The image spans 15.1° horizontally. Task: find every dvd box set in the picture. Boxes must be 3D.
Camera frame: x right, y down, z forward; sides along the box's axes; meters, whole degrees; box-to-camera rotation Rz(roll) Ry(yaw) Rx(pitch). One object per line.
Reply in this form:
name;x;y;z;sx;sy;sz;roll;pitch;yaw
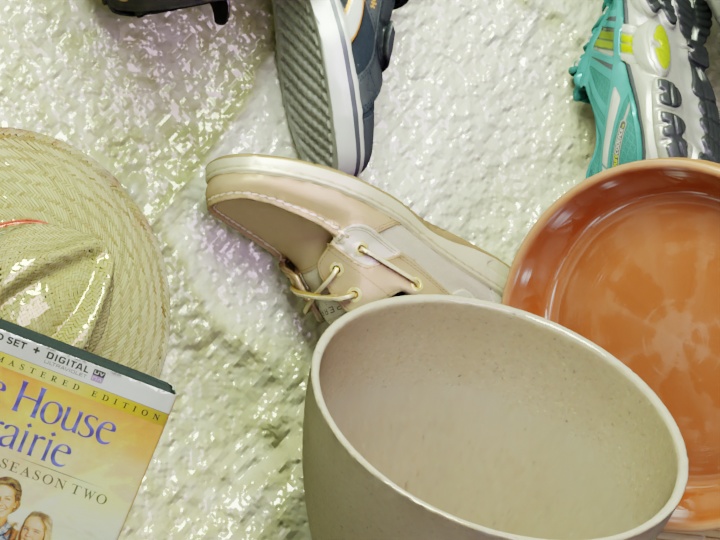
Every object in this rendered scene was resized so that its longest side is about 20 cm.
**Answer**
dvd box set;-0.192;0.123;1.323;0.146;0.029;0.200;22;96;-13

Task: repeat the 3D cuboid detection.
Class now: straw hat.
straw hat;-0.169;0.020;1.368;0.201;0.085;0.202;3;83;-27

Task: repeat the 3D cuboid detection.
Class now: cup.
cup;0.052;0.128;1.414;0.200;0.200;0.143;0;127;-28

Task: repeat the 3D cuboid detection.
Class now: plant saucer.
plant saucer;0.170;0.039;1.453;0.032;0.200;0.201;-17;93;-62

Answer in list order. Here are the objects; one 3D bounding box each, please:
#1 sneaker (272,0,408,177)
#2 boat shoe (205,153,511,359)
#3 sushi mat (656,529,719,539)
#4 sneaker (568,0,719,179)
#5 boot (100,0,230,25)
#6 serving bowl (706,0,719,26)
sneaker;-0.006;-0.148;1.477;0.079;0.078;0.200;-10;87;-23
boat shoe;0.000;0.000;1.467;0.200;0.074;0.069;25;68;-24
sushi mat;0.149;0.110;1.500;0.200;0.012;0.096;5;85;10
sneaker;0.152;-0.129;1.561;0.077;0.080;0.200;26;54;-43
boot;-0.153;-0.192;1.410;0.200;0.077;0.139;-6;92;-27
serving bowl;0.241;-0.179;1.591;0.200;0.066;0.200;40;40;-43
